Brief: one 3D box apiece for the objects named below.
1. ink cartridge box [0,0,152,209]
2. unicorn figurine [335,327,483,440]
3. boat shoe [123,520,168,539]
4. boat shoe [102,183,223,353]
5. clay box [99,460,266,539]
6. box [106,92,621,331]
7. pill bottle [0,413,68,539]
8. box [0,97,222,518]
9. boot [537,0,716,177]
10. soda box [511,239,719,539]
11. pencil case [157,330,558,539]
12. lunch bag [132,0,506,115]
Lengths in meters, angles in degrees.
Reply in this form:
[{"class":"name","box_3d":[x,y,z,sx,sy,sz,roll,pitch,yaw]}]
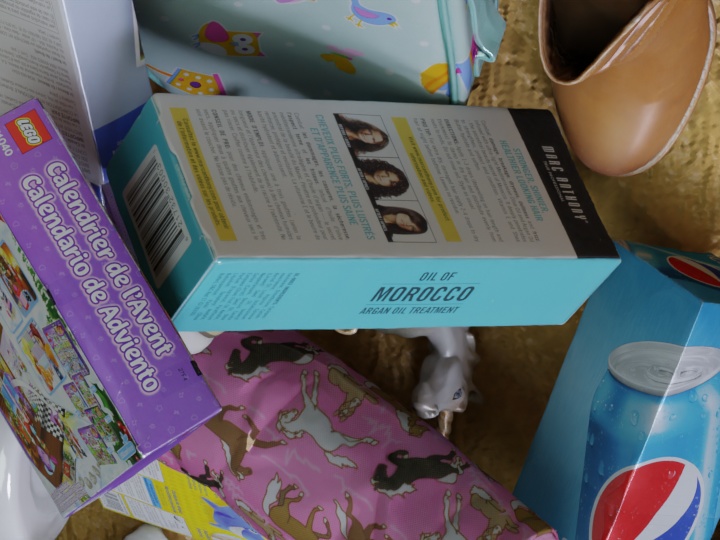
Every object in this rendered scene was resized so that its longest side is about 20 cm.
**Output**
[{"class":"ink cartridge box","box_3d":[-0.139,-0.114,1.000,0.119,0.042,0.200,23,132,42]},{"class":"unicorn figurine","box_3d":[0.000,0.000,1.114,0.074,0.137,0.200,-32,83,10]},{"class":"boat shoe","box_3d":[-0.065,0.209,1.266,0.067,0.074,0.200,-43,120,-7]},{"class":"boat shoe","box_3d":[-0.107,-0.023,1.080,0.068,0.200,0.075,-34,128,6]},{"class":"clay box","box_3d":[-0.032,0.103,1.175,0.199,0.048,0.115,17,156,12]},{"class":"box","box_3d":[0.003,-0.023,1.007,0.049,0.200,0.082,-51,50,41]},{"class":"pill bottle","box_3d":[-0.240,0.069,1.222,0.199,0.111,0.112,9,120,14]},{"class":"box","box_3d":[-0.124,0.022,1.007,0.137,0.039,0.200,59,161,2]},{"class":"boot","box_3d":[0.100,-0.102,0.992,0.073,0.155,0.201,12,121,11]},{"class":"soda box","box_3d":[0.117,0.092,1.101,0.064,0.068,0.200,7,110,-37]},{"class":"pencil case","box_3d":[-0.012,0.091,1.070,0.200,0.087,0.083,38,159,19]},{"class":"lunch bag","box_3d":[-0.021,-0.135,1.022,0.160,0.077,0.200,7,151,11]}]
